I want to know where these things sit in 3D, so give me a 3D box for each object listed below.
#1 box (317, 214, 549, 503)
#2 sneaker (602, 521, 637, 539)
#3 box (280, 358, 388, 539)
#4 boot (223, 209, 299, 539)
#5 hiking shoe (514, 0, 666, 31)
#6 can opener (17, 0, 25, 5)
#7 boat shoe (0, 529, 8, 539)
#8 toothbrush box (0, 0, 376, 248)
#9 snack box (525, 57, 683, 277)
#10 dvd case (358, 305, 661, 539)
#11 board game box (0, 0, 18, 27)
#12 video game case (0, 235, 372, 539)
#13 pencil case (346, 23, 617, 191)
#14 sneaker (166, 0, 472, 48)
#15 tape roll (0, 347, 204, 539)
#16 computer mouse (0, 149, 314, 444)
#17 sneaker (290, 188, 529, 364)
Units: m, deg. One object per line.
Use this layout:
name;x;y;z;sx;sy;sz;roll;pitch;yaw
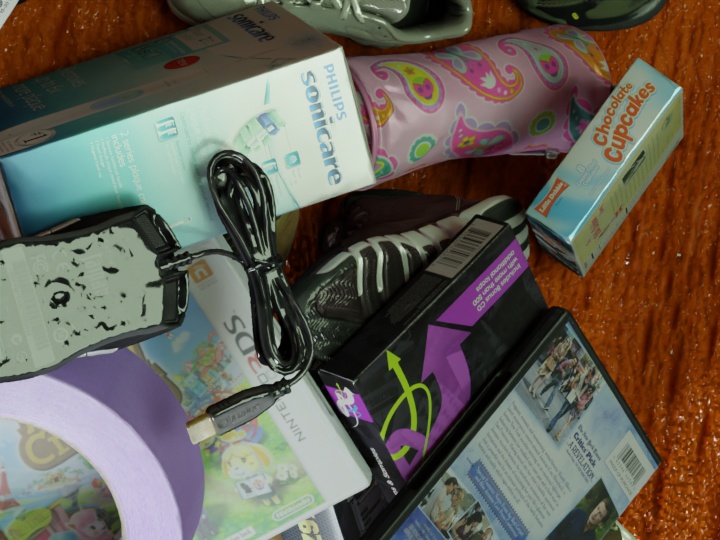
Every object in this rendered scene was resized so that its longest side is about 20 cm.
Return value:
box;0.069;0.088;1.724;0.143;0.036;0.200;-45;128;-25
sneaker;0.124;0.164;1.853;0.067;0.090;0.200;-69;157;-4
box;0.017;0.101;1.796;0.200;0.051;0.158;-49;132;-44
boot;-0.056;0.067;1.784;0.175;0.066;0.200;-58;135;-32
hiking shoe;0.130;-0.197;1.839;0.200;0.101;0.076;19;88;-35
can opener;-0.142;-0.226;1.684;0.200;0.079;0.063;-51;160;-13
boat shoe;-0.171;0.064;1.700;0.067;0.057;0.200;20;108;-12
toothbrush box;-0.110;-0.072;1.638;0.200;0.146;0.085;-18;109;-11
snack box;0.154;-0.061;1.827;0.037;0.200;0.116;35;89;9
dvd case;0.088;0.138;1.718;0.200;0.018;0.143;-49;128;-20
board game box;-0.210;-0.225;1.557;0.135;0.034;0.200;31;113;-12
video game case;-0.123;0.094;1.667;0.200;0.022;0.182;-28;110;10
pencil case;0.063;-0.102;1.821;0.200;0.087;0.088;-11;104;-35
sneaker;-0.020;-0.171;1.747;0.200;0.092;0.076;1;97;-34
tape roll;-0.190;0.124;1.625;0.066;0.200;0.200;-71;143;-61
computer mouse;-0.125;0.032;1.554;0.200;0.046;0.141;-23;96;-18
sneaker;0.000;0.000;1.746;0.200;0.115;0.076;-20;115;-44
